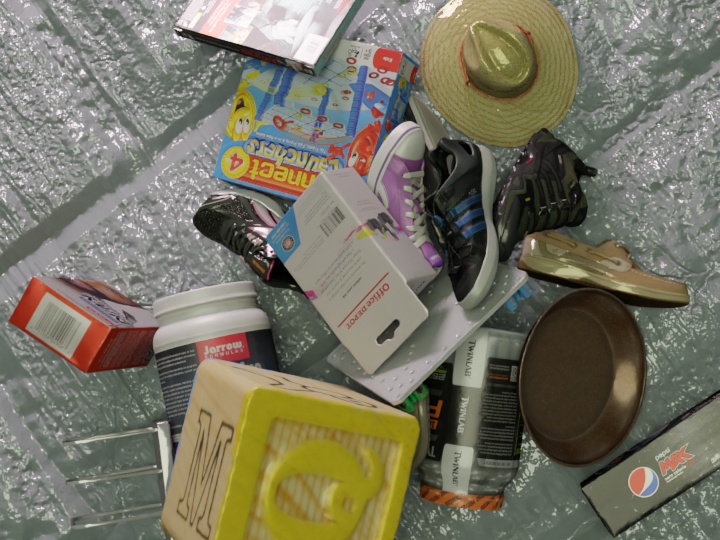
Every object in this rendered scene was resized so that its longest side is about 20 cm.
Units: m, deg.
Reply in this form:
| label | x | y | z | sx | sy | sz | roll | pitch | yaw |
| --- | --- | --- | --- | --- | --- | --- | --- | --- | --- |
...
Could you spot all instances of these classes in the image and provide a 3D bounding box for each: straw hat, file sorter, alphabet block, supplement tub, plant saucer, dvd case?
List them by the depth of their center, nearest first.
| label | x | y | z | sx | sy | sz | roll | pitch | yaw |
| --- | --- | --- | --- | --- | --- | --- | --- | --- | --- |
| alphabet block | -0.078 | 0.213 | 1.326 | 0.194 | 0.200 | 0.198 | 12 | 89 | -21 |
| plant saucer | 0.242 | 0.119 | 1.437 | 0.199 | 0.037 | 0.202 | -3 | 95 | -36 |
| supplement tub | 0.127 | 0.164 | 1.452 | 0.122 | 0.123 | 0.202 | 7 | 87 | 8 |
| file sorter | -0.274 | 0.282 | 1.476 | 0.124 | 0.139 | 0.202 | -6 | 85 | -13 |
| supplement tub | -0.163 | 0.124 | 1.487 | 0.139 | 0.140 | 0.202 | -13 | 85 | 7 |
| straw hat | 0.163 | -0.249 | 1.489 | 0.199 | 0.085 | 0.203 | 0 | 87 | 8 |
| dvd case | -0.104 | -0.312 | 1.513 | 0.199 | 0.022 | 0.147 | 18 | 65 | 24 |

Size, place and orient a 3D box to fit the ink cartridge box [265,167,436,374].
| label | x | y | z | sx | sy | sz | roll | pitch | yaw |
| --- | --- | --- | --- | --- | --- | --- | --- | --- | --- |
| ink cartridge box | 0.000 | 0.000 | 1.406 | 0.115 | 0.068 | 0.200 | -47 | 71 | 30 |

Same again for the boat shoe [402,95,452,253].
| label | x | y | z | sx | sy | sz | roll | pitch | yaw |
| --- | --- | --- | --- | --- | --- | --- | --- | --- | --- |
| boat shoe | 0.087 | -0.112 | 1.496 | 0.060 | 0.074 | 0.201 | -34 | 70 | 25 |

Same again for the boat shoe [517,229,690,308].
| label | x | y | z | sx | sy | sz | roll | pitch | yaw |
| --- | --- | --- | --- | --- | --- | --- | --- | --- | --- |
| boat shoe | 0.283 | -0.005 | 1.465 | 0.199 | 0.071 | 0.065 | 15 | 81 | 8 |

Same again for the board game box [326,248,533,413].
| label | x | y | z | sx | sy | sz | roll | pitch | yaw |
| --- | --- | --- | --- | --- | --- | --- | --- | --- | --- |
| board game box | 0.074 | 0.062 | 1.417 | 0.200 | 0.200 | 0.026 | -43 | 113 | -11 |

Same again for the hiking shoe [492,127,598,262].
| label | x | y | z | sx | sy | sz | roll | pitch | yaw |
| --- | --- | --- | --- | --- | --- | --- | --- | --- | --- |
| hiking shoe | 0.207 | -0.077 | 1.440 | 0.100 | 0.076 | 0.201 | 28 | 54 | 4 |

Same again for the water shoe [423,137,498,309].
| label | x | y | z | sx | sy | sz | roll | pitch | yaw |
| --- | --- | --- | --- | --- | --- | --- | --- | --- | --- |
| water shoe | 0.101 | -0.051 | 1.380 | 0.078 | 0.072 | 0.201 | 15 | 57 | -20 |

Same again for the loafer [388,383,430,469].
| label | x | y | z | sx | sy | sz | roll | pitch | yaw |
| --- | --- | --- | --- | --- | --- | --- | --- | --- | --- |
| loafer | 0.030 | 0.191 | 1.430 | 0.068 | 0.200 | 0.076 | 8 | 53 | -11 |

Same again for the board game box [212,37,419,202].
| label | x | y | z | sx | sy | sz | roll | pitch | yaw |
| --- | --- | --- | --- | --- | --- | --- | --- | --- | --- |
| board game box | -0.055 | -0.177 | 1.510 | 0.199 | 0.056 | 0.197 | 16 | 89 | 22 |

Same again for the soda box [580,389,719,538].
| label | x | y | z | sx | sy | sz | roll | pitch | yaw |
| --- | --- | --- | --- | --- | --- | --- | --- | --- | --- |
| soda box | 0.349 | 0.217 | 1.447 | 0.199 | 0.063 | 0.071 | -34 | 82 | 4 |

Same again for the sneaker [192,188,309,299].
| label | x | y | z | sx | sy | sz | roll | pitch | yaw |
| --- | --- | --- | --- | --- | --- | --- | --- | --- | --- |
| sneaker | -0.110 | -0.028 | 1.501 | 0.199 | 0.086 | 0.081 | 21 | 124 | 9 |

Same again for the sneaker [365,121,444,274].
| label | x | y | z | sx | sy | sz | roll | pitch | yaw |
| --- | --- | --- | --- | --- | --- | --- | --- | --- | --- |
| sneaker | 0.060 | -0.059 | 1.438 | 0.114 | 0.072 | 0.202 | 29 | 115 | 30 |

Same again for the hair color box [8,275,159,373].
| label | x | y | z | sx | sy | sz | roll | pitch | yaw |
| --- | --- | --- | --- | --- | --- | --- | --- | --- | --- |
| hair color box | -0.310 | 0.061 | 1.480 | 0.111 | 0.200 | 0.064 | 32 | 92 | 9 |
